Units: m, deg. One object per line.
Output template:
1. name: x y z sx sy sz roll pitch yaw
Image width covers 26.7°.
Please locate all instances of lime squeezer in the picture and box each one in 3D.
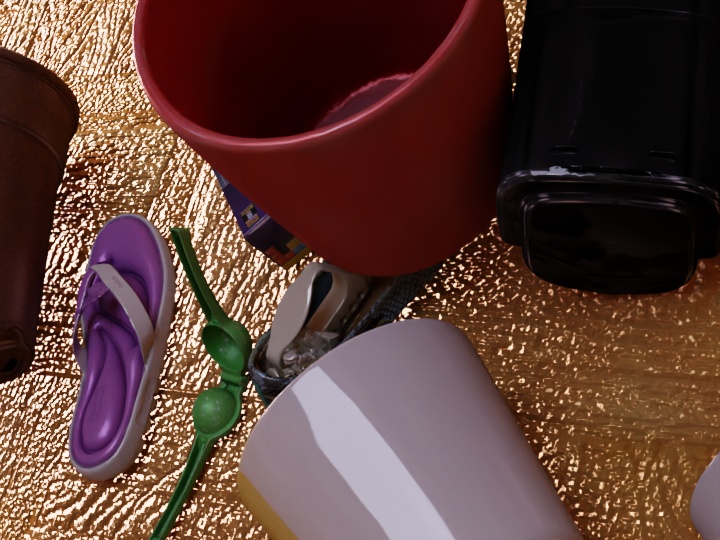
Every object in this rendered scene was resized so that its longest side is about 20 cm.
1. lime squeezer: -0.096 0.073 0.949 0.037 0.070 0.203 10 99 22

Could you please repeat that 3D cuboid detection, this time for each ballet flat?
1. ballet flat: 0.000 0.000 0.917 0.074 0.074 0.201 25 80 42

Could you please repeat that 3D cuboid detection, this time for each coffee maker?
1. coffee maker: 0.131 -0.112 0.803 0.133 0.192 0.202 -8 59 31

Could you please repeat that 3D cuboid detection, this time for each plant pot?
1. plant pot: -0.002 -0.101 0.828 0.198 0.178 0.203 -9 58 15
2. plant pot: -0.304 -0.030 1.083 0.198 0.200 0.201 -15 64 28

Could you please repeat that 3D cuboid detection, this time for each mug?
1. mug: 0.037 0.143 0.783 0.148 0.188 0.153 -24 53 -21

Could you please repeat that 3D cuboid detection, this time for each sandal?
1. sandal: -0.168 0.040 1.027 0.082 0.050 0.205 -21 53 24

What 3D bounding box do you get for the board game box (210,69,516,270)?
1. board game box: -0.017 -0.125 1.011 0.199 0.057 0.166 -39 47 10

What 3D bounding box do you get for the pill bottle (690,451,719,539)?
1. pill bottle: 0.227 0.153 0.631 0.111 0.111 0.201 -42 48 8
